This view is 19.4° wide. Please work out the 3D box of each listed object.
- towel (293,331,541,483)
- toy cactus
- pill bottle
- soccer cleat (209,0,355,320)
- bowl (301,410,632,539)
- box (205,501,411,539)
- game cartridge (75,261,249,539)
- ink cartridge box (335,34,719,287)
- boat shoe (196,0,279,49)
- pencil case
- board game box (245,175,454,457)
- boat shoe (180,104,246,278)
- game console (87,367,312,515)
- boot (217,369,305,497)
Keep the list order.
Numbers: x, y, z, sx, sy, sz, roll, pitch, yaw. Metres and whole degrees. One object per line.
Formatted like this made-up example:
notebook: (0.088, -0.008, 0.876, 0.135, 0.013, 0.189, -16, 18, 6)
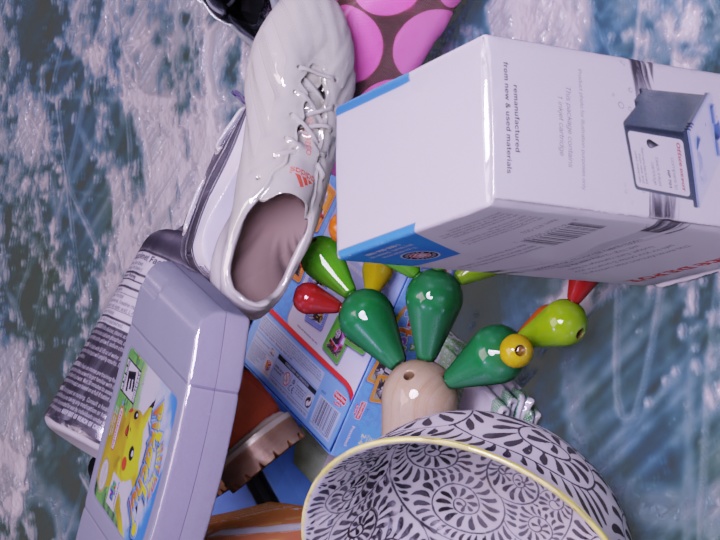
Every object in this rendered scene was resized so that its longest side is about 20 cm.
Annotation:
towel: (0.025, 0.104, 1.326, 0.200, 0.031, 0.150, 40, 109, 53)
toy cactus: (0.040, 0.039, 1.225, 0.198, 0.102, 0.167, 12, 97, 23)
pill bottle: (-0.129, 0.045, 1.482, 0.106, 0.106, 0.201, 11, 68, 59)
soccer cleat: (-0.042, -0.068, 1.243, 0.078, 0.069, 0.202, -164, 88, -76)
bowl: (0.075, 0.145, 1.171, 0.201, 0.200, 0.094, -55, -1, 43)
box: (-0.056, 0.206, 1.297, 0.199, 0.123, 0.099, -4, 94, 59)
game cartridge: (-0.117, 0.106, 1.226, 0.133, 0.040, 0.202, 32, 109, 61)
ink cartridge box: (0.106, -0.048, 1.056, 0.146, 0.198, 0.087, -18, 71, 57)
boat shoe: (-0.078, -0.205, 1.510, 0.201, 0.071, 0.071, 45, 126, 51)
pencil case: (0.007, -0.162, 1.316, 0.201, 0.090, 0.094, -54, 20, 21)
board game box: (0.000, 0.000, 1.355, 0.151, 0.036, 0.201, 40, 110, 55)
boat shoe: (-0.061, -0.086, 1.427, 0.068, 0.071, 0.201, 16, 79, 60)
game console: (-0.096, 0.134, 1.485, 0.200, 0.175, 0.117, -125, 18, -46)
boot: (-0.095, 0.087, 1.372, 0.107, 0.075, 0.200, 50, 167, 3)
